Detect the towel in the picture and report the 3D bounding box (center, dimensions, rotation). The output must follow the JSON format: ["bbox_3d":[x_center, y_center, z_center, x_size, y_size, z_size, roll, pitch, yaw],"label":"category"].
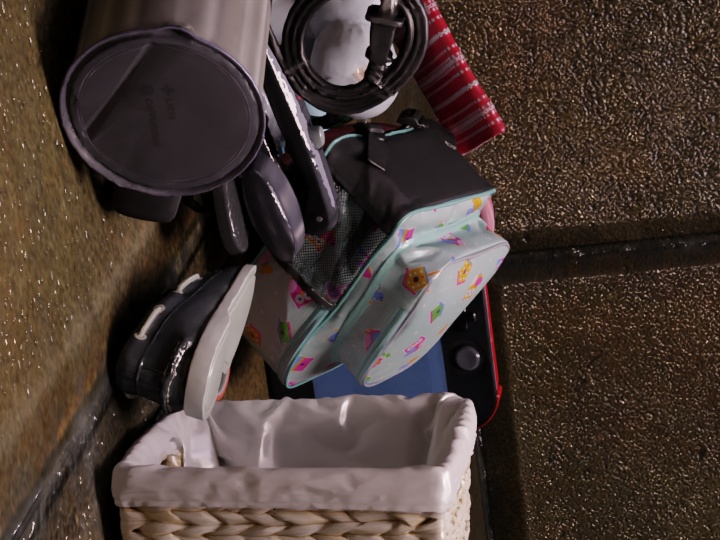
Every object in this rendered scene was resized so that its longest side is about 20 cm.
[{"bbox_3d":[0.047,-0.185,1.587,0.201,0.022,0.145,61,-8,-1],"label":"towel"}]

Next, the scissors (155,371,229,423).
[{"bbox_3d":[-0.111,0.082,1.398,0.200,0.014,0.073,-81,164,-64],"label":"scissors"}]

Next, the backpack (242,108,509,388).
[{"bbox_3d":[0.000,0.000,1.542,0.154,0.200,0.176,51,29,8],"label":"backpack"}]

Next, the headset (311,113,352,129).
[{"bbox_3d":[-0.049,-0.210,1.684,0.094,0.123,0.201,-14,73,-57],"label":"headset"}]

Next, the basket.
[{"bbox_3d":[-0.030,0.170,1.242,0.198,0.199,0.162,-51,138,-79],"label":"basket"}]

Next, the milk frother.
[{"bbox_3d":[-0.062,-0.127,1.229,0.189,0.199,0.181,-87,172,-47],"label":"milk frother"}]

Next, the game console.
[{"bbox_3d":[0.012,0.044,1.662,0.031,0.199,0.178,-48,133,-59],"label":"game console"}]

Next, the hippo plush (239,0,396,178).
[{"bbox_3d":[-0.042,-0.170,1.546,0.159,0.160,0.201,63,23,-69],"label":"hippo plush"}]

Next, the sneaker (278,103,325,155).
[{"bbox_3d":[-0.043,-0.059,1.790,0.082,0.074,0.201,-48,131,-84],"label":"sneaker"}]

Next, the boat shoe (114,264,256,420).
[{"bbox_3d":[-0.106,0.034,1.292,0.200,0.060,0.076,-68,171,-78],"label":"boat shoe"}]

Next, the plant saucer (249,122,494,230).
[{"bbox_3d":[0.010,-0.052,1.696,0.201,0.199,0.051,76,14,-49],"label":"plant saucer"}]

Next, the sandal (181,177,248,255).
[{"bbox_3d":[-0.116,-0.095,1.411,0.075,0.048,0.201,65,8,-65],"label":"sandal"}]

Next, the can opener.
[{"bbox_3d":[-0.062,-0.107,1.392,0.079,0.063,0.201,-97,171,-69],"label":"can opener"}]
